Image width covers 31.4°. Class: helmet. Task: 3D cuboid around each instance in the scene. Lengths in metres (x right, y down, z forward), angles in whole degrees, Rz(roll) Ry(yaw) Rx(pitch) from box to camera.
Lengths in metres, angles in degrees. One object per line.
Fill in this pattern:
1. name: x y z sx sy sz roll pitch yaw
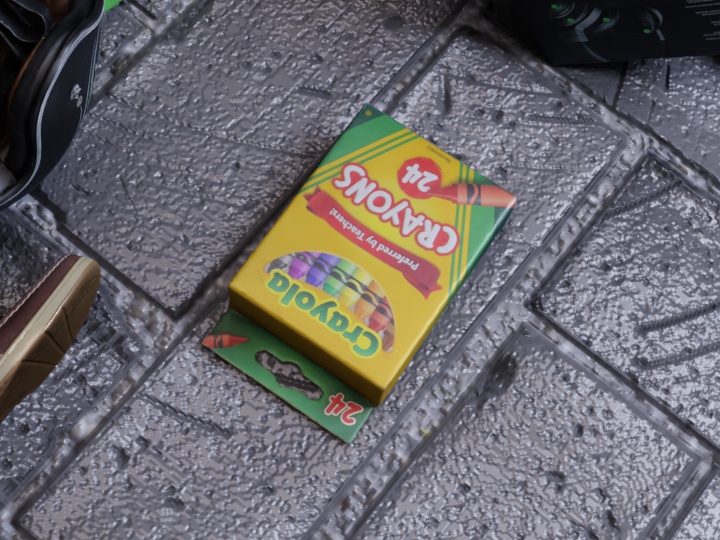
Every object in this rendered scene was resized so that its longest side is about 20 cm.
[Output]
1. helmet: -0.265 -0.126 0.814 0.200 0.191 0.200 25 35 -19

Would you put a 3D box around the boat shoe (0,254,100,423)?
1. boat shoe: -0.247 0.060 0.813 0.072 0.072 0.200 35 77 7

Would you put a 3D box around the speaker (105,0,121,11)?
1. speaker: -0.237 -0.282 0.930 0.088 0.088 0.200 -25 74 -13

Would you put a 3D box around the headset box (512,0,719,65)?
1. headset box: 0.188 -0.226 0.865 0.174 0.200 0.093 1 65 32

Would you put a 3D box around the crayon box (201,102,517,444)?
1. crayon box: 0.000 0.000 0.864 0.127 0.051 0.200 33 71 7
